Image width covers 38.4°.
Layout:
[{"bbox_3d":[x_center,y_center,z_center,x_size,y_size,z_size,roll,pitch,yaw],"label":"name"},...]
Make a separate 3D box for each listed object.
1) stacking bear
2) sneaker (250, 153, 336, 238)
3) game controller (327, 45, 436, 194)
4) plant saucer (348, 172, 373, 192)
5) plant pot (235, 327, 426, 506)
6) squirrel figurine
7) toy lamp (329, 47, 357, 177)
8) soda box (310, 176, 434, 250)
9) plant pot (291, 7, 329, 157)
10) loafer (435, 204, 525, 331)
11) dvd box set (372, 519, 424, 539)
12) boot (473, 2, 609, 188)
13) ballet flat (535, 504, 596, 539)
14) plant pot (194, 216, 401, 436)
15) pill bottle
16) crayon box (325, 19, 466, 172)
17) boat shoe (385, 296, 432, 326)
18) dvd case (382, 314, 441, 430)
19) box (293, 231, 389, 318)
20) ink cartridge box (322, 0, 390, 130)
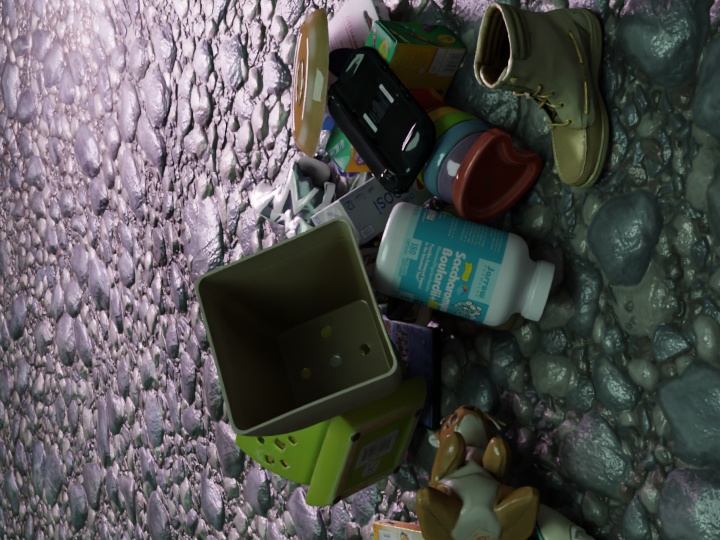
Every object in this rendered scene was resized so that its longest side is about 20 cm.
[{"bbox_3d":[0.105,-0.156,1.269,0.114,0.121,0.200,-54,50,13],"label":"stacking bear"},{"bbox_3d":[-0.096,-0.129,1.603,0.199,0.079,0.130,44,117,55],"label":"sneaker"},{"bbox_3d":[0.023,-0.187,1.268,0.105,0.042,0.200,-52,51,24],"label":"game controller"},{"bbox_3d":[-0.010,-0.046,1.467,0.200,0.050,0.201,-158,90,-82],"label":"plant saucer"},{"bbox_3d":[-0.032,0.194,1.426,0.181,0.199,0.200,40,128,32],"label":"plant pot"},{"bbox_3d":[0.133,0.272,1.268,0.187,0.140,0.201,-97,0,-58],"label":"squirrel figurine"},{"bbox_3d":[-0.018,-0.210,1.423,0.058,0.058,0.201,55,158,33],"label":"toy lamp"},{"bbox_3d":[0.033,-0.092,1.323,0.068,0.200,0.064,-27,96,50],"label":"soda box"},{"bbox_3d":[-0.072,-0.255,1.405,0.200,0.027,0.202,-177,90,-80],"label":"plant pot"},{"bbox_3d":[0.137,-0.007,1.306,0.200,0.067,0.076,55,134,33],"label":"loafer"},{"bbox_3d":[0.095,0.433,1.448,0.199,0.029,0.148,-9,88,53],"label":"dvd box set"},{"bbox_3d":[0.198,-0.189,1.129,0.073,0.155,0.202,6,99,52],"label":"boot"},{"bbox_3d":[0.268,0.355,1.191,0.069,0.069,0.201,-45,61,46],"label":"ballet flat"},{"bbox_3d":[-0.055,0.088,1.238,0.199,0.177,0.201,-22,66,7],"label":"plant pot"},{"bbox_3d":[0.121,-0.002,1.204,0.198,0.111,0.112,16,113,5],"label":"pill bottle"},{"bbox_3d":[0.044,-0.225,1.362,0.058,0.118,0.201,53,132,35],"label":"crayon box"},{"bbox_3d":[0.064,0.005,1.351,0.201,0.064,0.072,91,169,-52],"label":"boat shoe"},{"bbox_3d":[0.044,0.139,1.490,0.199,0.017,0.144,11,104,52],"label":"dvd case"},{"bbox_3d":[0.000,0.000,1.380,0.035,0.199,0.111,49,130,34],"label":"box"},{"bbox_3d":[-0.005,-0.299,1.459,0.200,0.067,0.117,-39,64,49],"label":"ink cartridge box"}]
